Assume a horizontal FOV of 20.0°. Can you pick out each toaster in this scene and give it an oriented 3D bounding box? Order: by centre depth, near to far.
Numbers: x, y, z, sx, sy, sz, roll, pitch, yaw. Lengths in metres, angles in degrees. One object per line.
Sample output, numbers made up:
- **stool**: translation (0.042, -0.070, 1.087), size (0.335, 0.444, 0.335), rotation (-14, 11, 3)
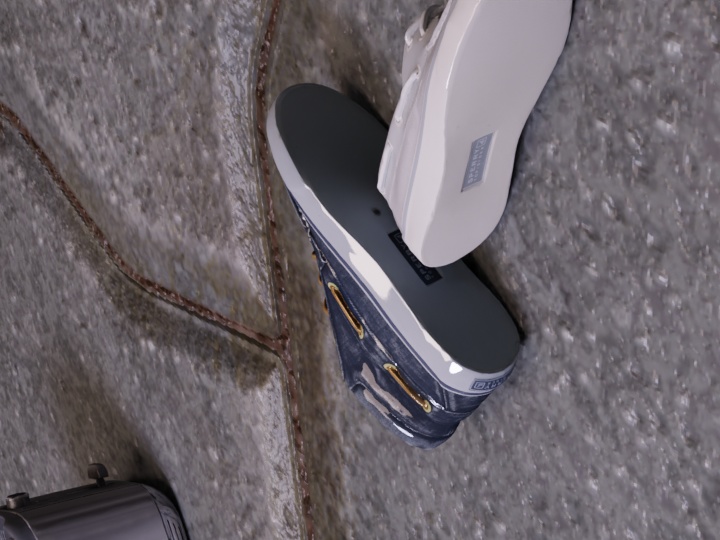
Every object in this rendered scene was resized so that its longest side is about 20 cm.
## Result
- **toaster**: translation (-0.188, 0.244, 1.462), size (0.113, 0.129, 0.201), rotation (-7, 99, 59)

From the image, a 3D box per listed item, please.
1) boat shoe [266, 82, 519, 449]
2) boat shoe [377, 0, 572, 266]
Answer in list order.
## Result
- **boat shoe**: translation (0.000, 0.000, 1.091), size (0.201, 0.071, 0.091), rotation (56, 142, 18)
- **boat shoe**: translation (0.048, -0.091, 0.984), size (0.069, 0.072, 0.200), rotation (50, 152, 30)
